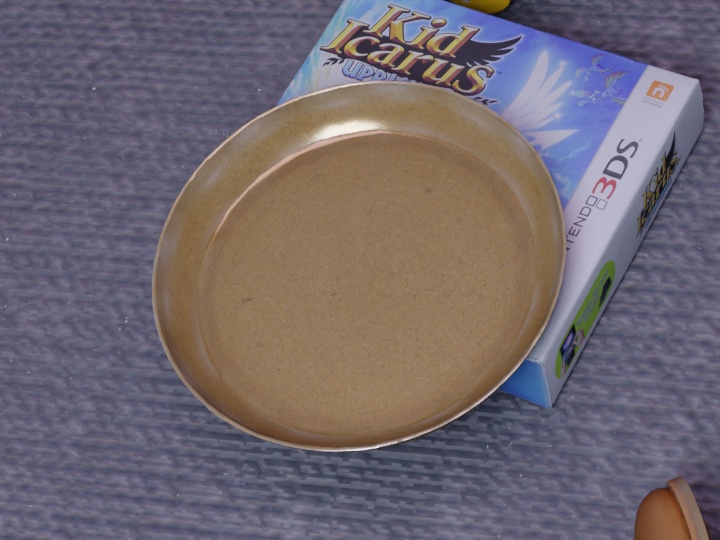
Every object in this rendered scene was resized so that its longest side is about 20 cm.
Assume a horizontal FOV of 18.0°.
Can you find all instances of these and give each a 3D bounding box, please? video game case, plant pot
[{"bbox_3d":[0.045,-0.046,1.139,0.199,0.046,0.182,20,61,23],"label":"video game case"},{"bbox_3d":[0.000,0.000,1.075,0.198,0.028,0.201,-6,59,9],"label":"plant pot"}]

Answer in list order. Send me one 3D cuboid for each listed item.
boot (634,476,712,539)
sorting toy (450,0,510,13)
[{"bbox_3d":[0.082,0.181,0.960,0.153,0.074,0.201,-7,52,11],"label":"boot"},{"bbox_3d":[0.043,-0.243,1.250,0.198,0.107,0.181,11,51,19],"label":"sorting toy"}]
